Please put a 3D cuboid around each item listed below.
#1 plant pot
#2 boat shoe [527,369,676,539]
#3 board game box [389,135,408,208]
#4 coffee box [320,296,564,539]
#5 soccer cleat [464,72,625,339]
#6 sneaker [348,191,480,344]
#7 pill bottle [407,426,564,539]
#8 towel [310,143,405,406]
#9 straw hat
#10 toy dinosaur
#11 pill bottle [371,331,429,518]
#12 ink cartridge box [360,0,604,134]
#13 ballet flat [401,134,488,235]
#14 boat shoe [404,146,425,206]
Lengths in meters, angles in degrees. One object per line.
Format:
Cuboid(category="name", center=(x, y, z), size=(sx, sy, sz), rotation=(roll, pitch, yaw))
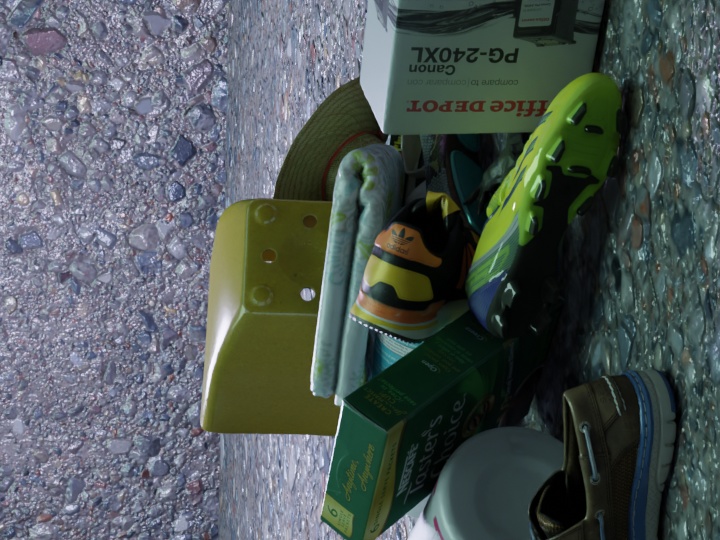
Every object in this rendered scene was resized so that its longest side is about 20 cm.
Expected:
Cuboid(category="plant pot", center=(-0.052, 0.029, 1.648), size=(0.200, 0.194, 0.195), rotation=(95, 177, -64))
Cuboid(category="boat shoe", center=(0.140, 0.152, 1.075), size=(0.072, 0.072, 0.201), rotation=(-117, 28, -67))
Cuboid(category="board game box", center=(0.036, -0.097, 1.593), size=(0.201, 0.023, 0.105), rotation=(-81, -7, -49))
Cuboid(category="coffee box", center=(0.057, 0.096, 1.222), size=(0.044, 0.200, 0.123), rotation=(35, 135, 25))
Cuboid(category="soccer cleat", center=(0.112, -0.048, 1.153), size=(0.084, 0.064, 0.201), rotation=(55, 137, 45))
Cuboid(category="sneaker", center=(0.058, -0.016, 1.247), size=(0.200, 0.070, 0.091), rotation=(-35, -36, -64))
Cuboid(category="pill bottle", center=(0.090, 0.199, 1.235), size=(0.200, 0.113, 0.114), rotation=(109, 158, -59))
Cuboid(category="towel", center=(0.000, 0.000, 1.410), size=(0.171, 0.048, 0.201), rotation=(-58, -25, -82))
Cuboid(category="straw hat", center=(0.004, -0.089, 1.724), size=(0.085, 0.201, 0.202), rotation=(34, 140, 21))
Cuboid(category="toy dinosaur", center=(0.111, -0.064, 1.308), size=(0.201, 0.047, 0.089), rotation=(-97, 15, -50))
Cuboid(category="pill bottle", center=(0.062, 0.093, 1.381), size=(0.111, 0.110, 0.201), rotation=(-112, 25, -63))
Cuboid(category="ink cartridge box", center=(0.084, -0.192, 1.151), size=(0.084, 0.144, 0.201), rotation=(-112, 24, -56))
Cuboid(category="ballet flat", center=(0.068, -0.084, 1.429), size=(0.071, 0.069, 0.201), rotation=(-28, 49, 27))
Cuboid(category="boat shoe", center=(0.065, -0.036, 1.477), size=(0.075, 0.061, 0.201), rotation=(81, -165, -53))
